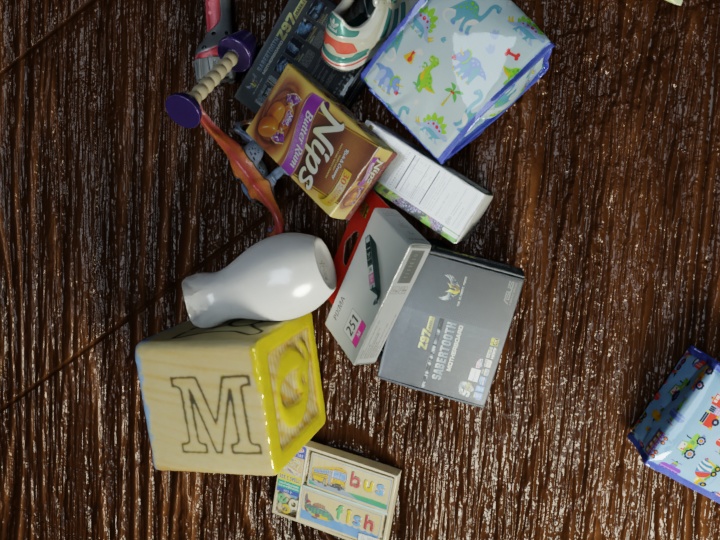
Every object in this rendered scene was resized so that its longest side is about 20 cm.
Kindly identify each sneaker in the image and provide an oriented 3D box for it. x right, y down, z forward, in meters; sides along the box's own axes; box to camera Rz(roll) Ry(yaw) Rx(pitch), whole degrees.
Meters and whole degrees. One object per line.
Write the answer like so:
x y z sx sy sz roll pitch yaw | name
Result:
0.029 -0.350 0.832 0.070 0.093 0.200 43 70 13 | sneaker

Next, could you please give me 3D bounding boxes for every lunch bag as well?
0.473 0.216 0.786 0.200 0.094 0.151 31 102 4 | lunch bag
0.124 -0.268 0.831 0.200 0.127 0.170 -44 81 8 | lunch bag

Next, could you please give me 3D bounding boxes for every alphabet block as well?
-0.187 0.174 0.943 0.199 0.195 0.197 -4 100 21 | alphabet block

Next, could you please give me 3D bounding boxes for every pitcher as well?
-0.134 0.018 0.929 0.199 0.172 0.122 -17 89 15 | pitcher

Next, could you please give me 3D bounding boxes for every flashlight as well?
-0.232 -0.395 0.974 0.068 0.068 0.201 -3 96 22 | flashlight

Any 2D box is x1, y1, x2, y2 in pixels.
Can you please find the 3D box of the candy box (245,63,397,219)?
-0.058 -0.178 0.867 0.200 0.056 0.117 45 110 22 | candy box

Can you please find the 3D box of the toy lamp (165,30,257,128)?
-0.204 -0.282 0.899 0.058 0.200 0.058 13 140 11 | toy lamp

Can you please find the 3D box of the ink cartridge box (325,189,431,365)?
0.000 0.000 0.879 0.174 0.043 0.201 49 126 41 | ink cartridge box

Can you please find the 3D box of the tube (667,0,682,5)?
0.319 -0.399 0.793 0.199 0.052 0.058 20 142 11 | tube

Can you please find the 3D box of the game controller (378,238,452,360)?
0.076 0.050 0.931 0.104 0.042 0.200 42 108 -4 | game controller

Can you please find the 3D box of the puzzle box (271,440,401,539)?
-0.041 0.354 1.003 0.199 0.025 0.134 12 98 18 | puzzle box

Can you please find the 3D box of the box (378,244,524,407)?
0.123 0.074 0.874 0.157 0.051 0.201 16 106 6 | box

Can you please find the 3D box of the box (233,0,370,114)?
-0.075 -0.297 0.937 0.158 0.051 0.200 38 106 11 | box

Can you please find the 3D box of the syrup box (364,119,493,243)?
0.080 -0.126 0.885 0.200 0.079 0.082 34 105 13 | syrup box

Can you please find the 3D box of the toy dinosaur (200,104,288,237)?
-0.168 -0.131 0.940 0.105 0.200 0.182 -44 49 33 | toy dinosaur
